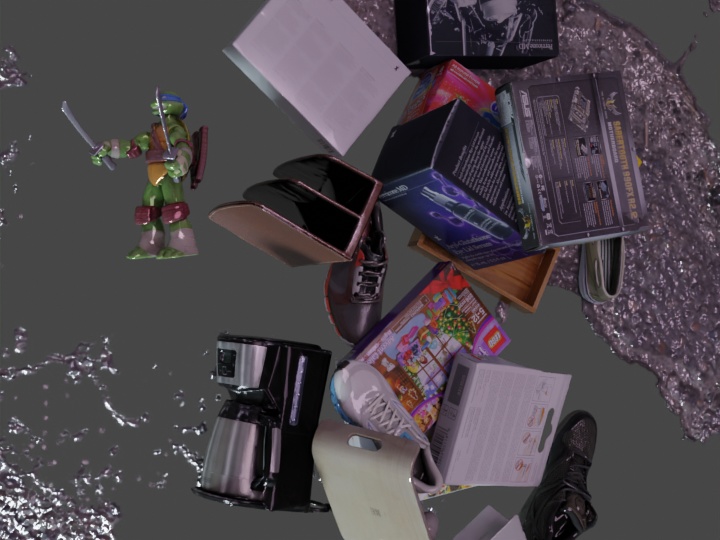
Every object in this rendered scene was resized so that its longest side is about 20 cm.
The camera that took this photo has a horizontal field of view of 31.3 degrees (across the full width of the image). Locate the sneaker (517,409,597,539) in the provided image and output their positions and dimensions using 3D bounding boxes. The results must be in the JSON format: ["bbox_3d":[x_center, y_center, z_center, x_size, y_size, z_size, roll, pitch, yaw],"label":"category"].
[{"bbox_3d":[0.288,0.285,1.729,0.076,0.114,0.201,34,74,-20],"label":"sneaker"}]

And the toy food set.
[{"bbox_3d":[0.032,0.268,1.540,0.061,0.142,0.202,-49,135,-38],"label":"toy food set"}]

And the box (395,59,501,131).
[{"bbox_3d":[0.157,-0.178,1.696,0.199,0.095,0.101,32,75,-19],"label":"box"}]

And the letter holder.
[{"bbox_3d":[-0.086,-0.083,1.531,0.141,0.200,0.102,28,78,-19],"label":"letter holder"}]

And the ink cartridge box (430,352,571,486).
[{"bbox_3d":[0.180,0.196,1.667,0.199,0.050,0.164,10,98,-46],"label":"ink cartridge box"}]

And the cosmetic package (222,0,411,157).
[{"bbox_3d":[-0.054,-0.266,1.632,0.200,0.052,0.151,44,75,-16],"label":"cosmetic package"}]

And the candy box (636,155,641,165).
[{"bbox_3d":[0.278,-0.105,1.689,0.026,0.199,0.103,44,74,-19],"label":"candy box"}]

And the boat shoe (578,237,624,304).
[{"bbox_3d":[0.343,-0.055,1.790,0.071,0.062,0.203,0,87,-23],"label":"boat shoe"}]

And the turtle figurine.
[{"bbox_3d":[-0.258,-0.111,1.494,0.142,0.200,0.197,-3,94,11],"label":"turtle figurine"}]

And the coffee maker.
[{"bbox_3d":[-0.104,0.186,1.568,0.191,0.133,0.203,18,81,-57],"label":"coffee maker"}]

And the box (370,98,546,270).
[{"bbox_3d":[0.133,-0.103,1.604,0.199,0.147,0.105,33,65,-23],"label":"box"}]

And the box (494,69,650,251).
[{"bbox_3d":[0.256,-0.134,1.553,0.156,0.048,0.203,-9,86,-21],"label":"box"}]

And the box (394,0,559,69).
[{"bbox_3d":[0.151,-0.365,1.695,0.197,0.104,0.185,-4,91,-23],"label":"box"}]

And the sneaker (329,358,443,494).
[{"bbox_3d":[0.040,0.189,1.546,0.075,0.086,0.201,-41,107,-18],"label":"sneaker"}]

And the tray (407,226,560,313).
[{"bbox_3d":[0.168,-0.031,1.729,0.199,0.037,0.100,29,77,-21],"label":"tray"}]

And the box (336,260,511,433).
[{"bbox_3d":[0.083,0.105,1.637,0.200,0.039,0.137,-44,106,-19],"label":"box"}]

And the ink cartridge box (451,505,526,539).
[{"bbox_3d":[0.157,0.385,1.639,0.116,0.068,0.201,-39,137,-21],"label":"ink cartridge box"}]

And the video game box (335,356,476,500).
[{"bbox_3d":[0.069,0.197,1.674,0.180,0.047,0.203,-10,92,-21],"label":"video game box"}]

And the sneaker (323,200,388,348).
[{"bbox_3d":[0.000,0.000,1.629,0.076,0.082,0.203,-4,89,-23],"label":"sneaker"}]
